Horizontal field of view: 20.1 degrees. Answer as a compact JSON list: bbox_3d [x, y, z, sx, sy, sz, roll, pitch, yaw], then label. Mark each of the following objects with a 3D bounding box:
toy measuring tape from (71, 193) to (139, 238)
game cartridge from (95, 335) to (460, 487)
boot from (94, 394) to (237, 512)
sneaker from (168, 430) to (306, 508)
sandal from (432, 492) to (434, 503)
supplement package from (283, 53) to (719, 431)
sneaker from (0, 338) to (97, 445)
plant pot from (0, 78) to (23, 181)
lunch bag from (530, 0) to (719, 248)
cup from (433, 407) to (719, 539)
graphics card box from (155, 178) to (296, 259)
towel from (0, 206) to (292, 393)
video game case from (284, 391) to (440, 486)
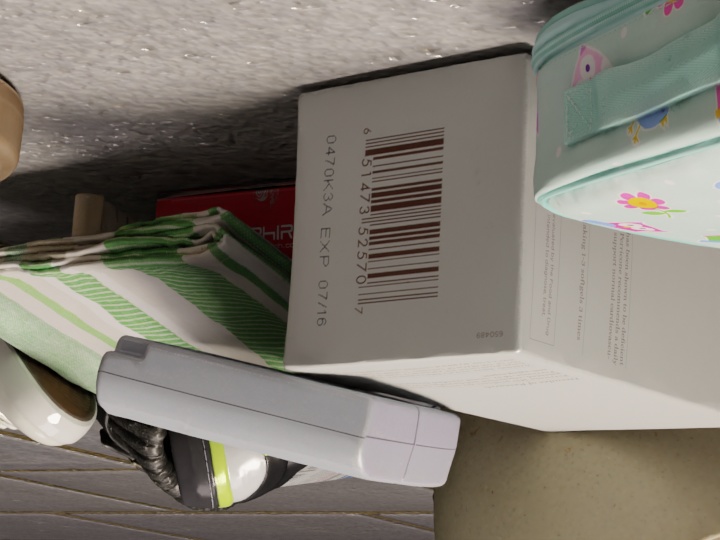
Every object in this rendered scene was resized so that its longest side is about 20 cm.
[{"bbox_3d":[-0.106,0.004,1.045,0.073,0.074,0.200,-4,162,29],"label":"toy measuring tape"},{"bbox_3d":[-0.025,0.063,0.887,0.132,0.042,0.200,17,178,12],"label":"game cartridge"},{"bbox_3d":[-0.104,0.093,1.281,0.157,0.080,0.210,27,-174,39],"label":"boot"},{"bbox_3d":[-0.052,0.090,1.083,0.082,0.072,0.200,-11,-175,0],"label":"sneaker"},{"bbox_3d":[0.112,0.116,1.173,0.075,0.048,0.200,-18,-177,42],"label":"sandal"},{"bbox_3d":[0.074,-0.002,0.846,0.117,0.118,0.199,-7,164,37],"label":"supplement package"},{"bbox_3d":[-0.207,0.068,1.117,0.073,0.085,0.200,40,177,-30],"label":"sneaker"},{"bbox_3d":[-0.240,-0.032,0.828,0.199,0.094,0.201,3,169,0],"label":"plant pot"},{"bbox_3d":[0.154,-0.058,0.661,0.159,0.078,0.200,10,166,-27],"label":"lunch bag"},{"bbox_3d":[0.114,0.105,1.017,0.199,0.144,0.201,-22,158,-9],"label":"cup"},{"bbox_3d":[0.000,0.000,1.037,0.124,0.051,0.200,-4,167,28],"label":"graphics card box"},{"bbox_3d":[-0.099,0.023,0.986,0.199,0.024,0.152,-8,150,35],"label":"towel"},{"bbox_3d":[0.054,0.082,1.176,0.181,0.022,0.199,-2,159,-45],"label":"video game case"}]
